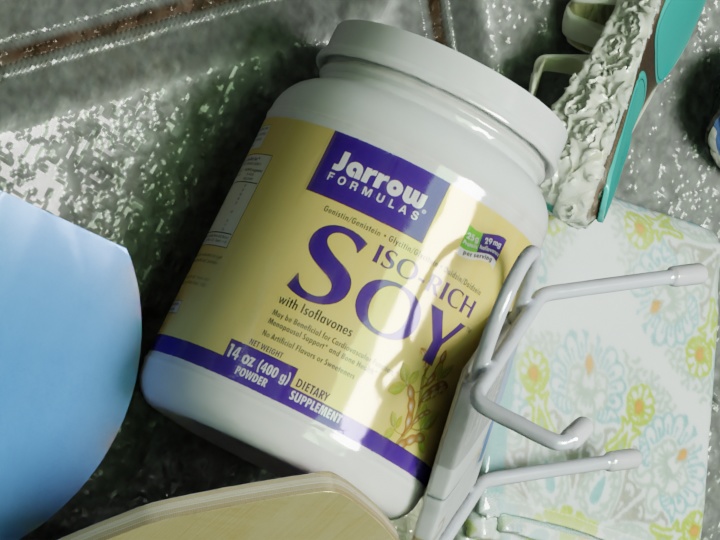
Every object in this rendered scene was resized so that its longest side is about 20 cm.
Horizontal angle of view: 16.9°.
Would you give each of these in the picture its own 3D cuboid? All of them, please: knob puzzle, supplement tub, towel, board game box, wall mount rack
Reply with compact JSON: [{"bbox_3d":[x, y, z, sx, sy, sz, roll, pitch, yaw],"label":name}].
[{"bbox_3d":[-0.069,0.135,1.101,0.219,0.220,0.030,12,51,-36],"label":"knob puzzle"},{"bbox_3d":[0.000,0.000,1.127,0.145,0.145,0.200,32,80,-35],"label":"supplement tub"},{"bbox_3d":[0.114,0.056,1.258,0.171,0.048,0.200,17,73,-39],"label":"towel"},{"bbox_3d":[-0.197,0.034,1.064,0.200,0.039,0.158,26,88,-30],"label":"board game box"},{"bbox_3d":[0.087,0.072,1.113,0.174,0.074,0.200,-49,159,-53],"label":"wall mount rack"}]

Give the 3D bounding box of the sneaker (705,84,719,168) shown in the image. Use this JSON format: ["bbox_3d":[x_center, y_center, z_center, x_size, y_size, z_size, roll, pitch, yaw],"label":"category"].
[{"bbox_3d":[0.274,-0.067,1.341,0.200,0.089,0.079,22,84,-35],"label":"sneaker"}]

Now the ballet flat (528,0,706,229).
[{"bbox_3d":[0.125,-0.109,1.238,0.072,0.072,0.200,51,49,-30],"label":"ballet flat"}]

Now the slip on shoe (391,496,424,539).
[{"bbox_3d":[0.025,0.153,1.224,0.074,0.061,0.200,-37,107,-50],"label":"slip on shoe"}]
